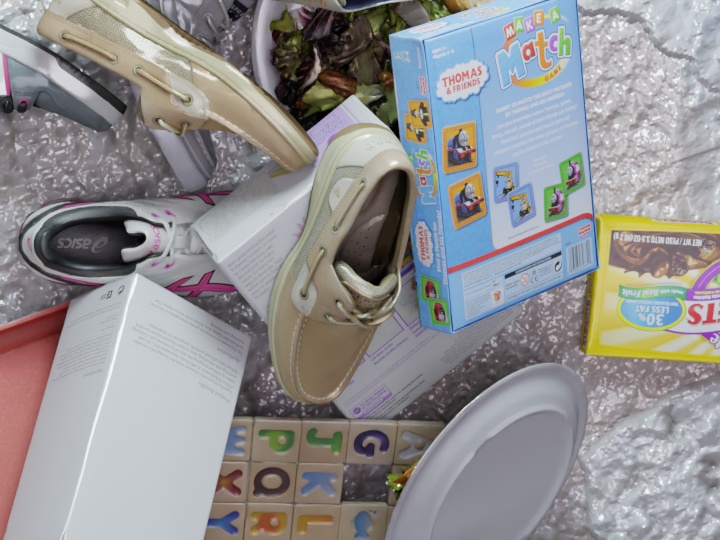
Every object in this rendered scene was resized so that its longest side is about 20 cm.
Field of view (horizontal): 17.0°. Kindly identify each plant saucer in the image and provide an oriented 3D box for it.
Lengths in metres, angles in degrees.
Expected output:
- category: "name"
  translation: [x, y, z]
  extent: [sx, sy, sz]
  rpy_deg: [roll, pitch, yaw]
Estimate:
- category: "plant saucer"
  translation: [-0.218, 0.135, 1.622]
  extent: [0.200, 0.037, 0.200]
  rpy_deg: [-21, 90, -44]

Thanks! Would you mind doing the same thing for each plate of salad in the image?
- category: "plate of salad"
  translation: [0.082, 0.145, 1.674]
  extent: [0.200, 0.048, 0.200]
  rpy_deg: [-32, 141, -30]
- category: "plate of salad"
  translation: [0.026, -0.154, 1.656]
  extent: [0.200, 0.048, 0.200]
  rpy_deg: [-2, 100, -8]

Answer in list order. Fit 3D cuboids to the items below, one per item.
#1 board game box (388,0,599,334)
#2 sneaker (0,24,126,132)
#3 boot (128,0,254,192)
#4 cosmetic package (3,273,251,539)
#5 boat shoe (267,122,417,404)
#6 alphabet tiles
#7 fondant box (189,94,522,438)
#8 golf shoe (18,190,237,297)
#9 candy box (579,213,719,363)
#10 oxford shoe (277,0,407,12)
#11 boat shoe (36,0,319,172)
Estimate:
- category: "board game box"
  translation: [0.092, -0.076, 1.612]
  extent: [0.151, 0.037, 0.200]
  rpy_deg: [-22, 114, -40]
- category: "sneaker"
  translation: [-0.267, -0.111, 1.609]
  extent: [0.200, 0.084, 0.121]
  rpy_deg: [27, 90, -4]
- category: "boot"
  translation: [-0.114, -0.159, 1.628]
  extent: [0.095, 0.074, 0.200]
  rpy_deg: [-21, 101, 3]
- category: "cosmetic package"
  translation: [-0.154, 0.117, 1.599]
  extent: [0.108, 0.085, 0.200]
  rpy_deg: [32, 58, -30]
- category: "boat shoe"
  translation: [-0.008, 0.006, 1.565]
  extent: [0.072, 0.065, 0.200]
  rpy_deg: [4, 116, -27]
- category: "alphabet tiles"
  translation: [-0.033, 0.192, 1.702]
  extent: [0.167, 0.008, 0.200]
  rpy_deg: [2, 116, -8]
- category: "fondant box"
  translation: [0.000, 0.000, 1.642]
  extent: [0.144, 0.058, 0.200]
  rpy_deg: [-39, 128, -1]
- category: "golf shoe"
  translation: [-0.131, -0.015, 1.642]
  extent: [0.200, 0.092, 0.073]
  rpy_deg: [-3, 95, -9]
- category: "candy box"
  translation: [0.261, 0.017, 1.736]
  extent: [0.200, 0.026, 0.102]
  rpy_deg: [3, 102, -8]
- category: "oxford shoe"
  translation: [-0.037, -0.205, 1.570]
  extent: [0.200, 0.074, 0.071]
  rpy_deg: [-6, 129, -11]
- category: "boat shoe"
  translation: [-0.118, -0.119, 1.571]
  extent: [0.200, 0.071, 0.065]
  rpy_deg: [37, 92, 4]
